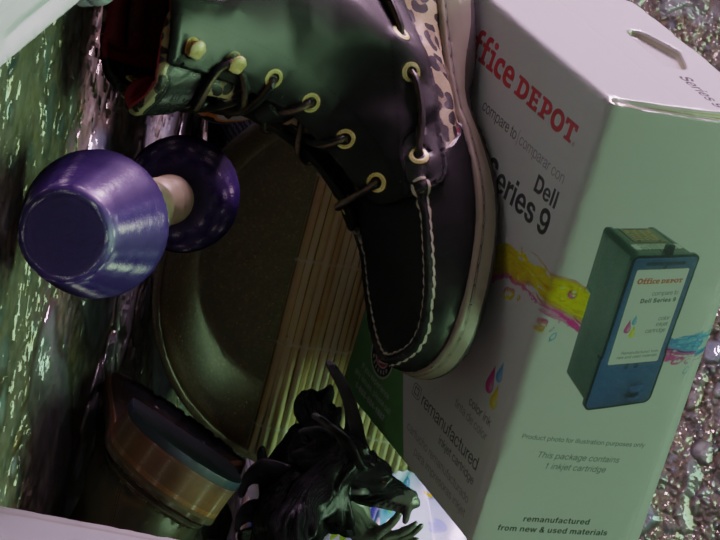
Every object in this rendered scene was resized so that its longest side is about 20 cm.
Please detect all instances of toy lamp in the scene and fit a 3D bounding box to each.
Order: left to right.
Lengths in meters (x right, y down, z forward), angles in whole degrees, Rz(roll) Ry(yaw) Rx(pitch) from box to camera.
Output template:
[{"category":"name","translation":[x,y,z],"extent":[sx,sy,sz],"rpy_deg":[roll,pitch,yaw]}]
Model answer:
[{"category":"toy lamp","translation":[-0.090,-0.024,1.014],"extent":[0.200,0.058,0.058],"rpy_deg":[-46,144,-80]}]

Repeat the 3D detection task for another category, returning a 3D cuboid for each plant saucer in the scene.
[{"category":"plant saucer","translation":[0.000,0.000,1.182],"extent":[0.037,0.200,0.201],"rpy_deg":[-123,-147,-59]}]

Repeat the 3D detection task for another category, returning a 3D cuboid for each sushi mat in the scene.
[{"category":"sushi mat","translation":[0.015,0.003,1.161],"extent":[0.012,0.096,0.200],"rpy_deg":[-122,-137,-60]}]

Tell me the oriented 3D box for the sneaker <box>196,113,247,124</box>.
[{"category":"sneaker","translation":[-0.050,-0.157,1.131],"extent":[0.077,0.078,0.200],"rpy_deg":[127,-23,-79]}]

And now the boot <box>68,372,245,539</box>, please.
[{"category":"boot","translation":[-0.103,0.103,1.108],"extent":[0.097,0.075,0.200],"rpy_deg":[-55,-177,0]}]

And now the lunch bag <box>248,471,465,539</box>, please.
[{"category":"lunch bag","translation":[0.011,0.159,1.490],"extent":[0.170,0.127,0.200],"rpy_deg":[-29,-130,54]}]

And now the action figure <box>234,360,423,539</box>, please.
[{"category":"action figure","translation":[-0.015,0.132,1.151],"extent":[0.119,0.102,0.200],"rpy_deg":[-87,-164,-51]}]

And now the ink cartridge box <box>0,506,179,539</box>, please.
[{"category":"ink cartridge box","translation":[-0.102,0.203,0.860],"extent":[0.145,0.144,0.200],"rpy_deg":[-55,154,-73]}]

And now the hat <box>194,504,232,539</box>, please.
[{"category":"hat","translation":[-0.063,0.204,1.352],"extent":[0.201,0.081,0.201],"rpy_deg":[10,90,-81]}]

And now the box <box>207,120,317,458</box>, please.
[{"category":"box","translation":[0.006,-0.023,1.255],"extent":[0.107,0.148,0.200],"rpy_deg":[-123,-145,-60]}]

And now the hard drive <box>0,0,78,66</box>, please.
[{"category":"hard drive","translation":[-0.110,-0.171,0.821],"extent":[0.132,0.025,0.200],"rpy_deg":[-61,159,-68]}]

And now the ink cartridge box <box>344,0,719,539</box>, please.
[{"category":"ink cartridge box","translation":[0.078,-0.004,1.083],"extent":[0.145,0.087,0.200],"rpy_deg":[50,-53,54]}]

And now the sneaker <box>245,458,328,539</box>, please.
[{"category":"sneaker","translation":[-0.038,0.079,1.453],"extent":[0.087,0.074,0.200],"rpy_deg":[114,-12,-44]}]

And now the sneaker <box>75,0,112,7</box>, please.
[{"category":"sneaker","translation":[-0.043,-0.173,0.974],"extent":[0.071,0.112,0.200],"rpy_deg":[88,13,-51]}]

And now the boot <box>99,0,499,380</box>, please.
[{"category":"boot","translation":[-0.024,-0.060,1.030],"extent":[0.073,0.150,0.200],"rpy_deg":[-23,-117,53]}]
